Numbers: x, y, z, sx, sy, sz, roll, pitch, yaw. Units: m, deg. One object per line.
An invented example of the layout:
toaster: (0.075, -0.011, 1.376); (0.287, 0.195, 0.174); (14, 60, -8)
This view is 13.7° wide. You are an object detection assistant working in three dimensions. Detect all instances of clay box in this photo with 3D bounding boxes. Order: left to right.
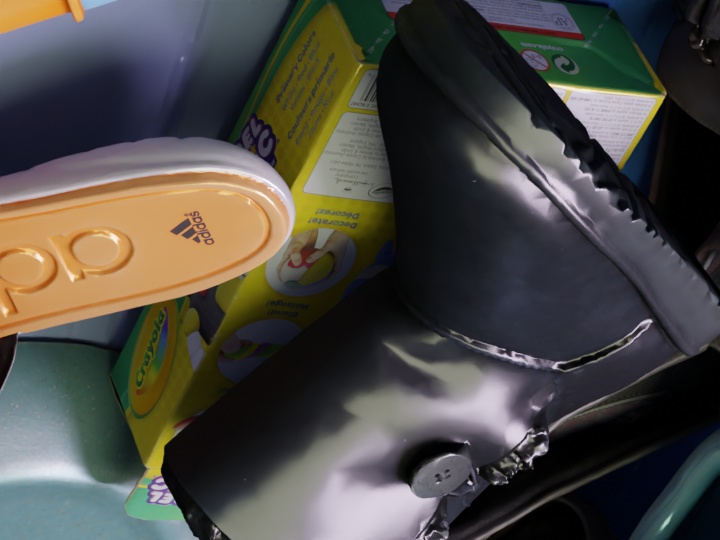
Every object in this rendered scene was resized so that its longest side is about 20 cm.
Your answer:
clay box: (0.000, 0.000, 0.955); (0.115, 0.048, 0.200); (4, 133, -32)

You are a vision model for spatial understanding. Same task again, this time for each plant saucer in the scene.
plant saucer: (-0.135, 0.104, 1.022); (0.199, 0.036, 0.200); (-14, 141, -12)

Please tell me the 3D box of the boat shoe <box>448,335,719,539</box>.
boat shoe: (0.101, 0.045, 1.059); (0.199, 0.057, 0.067); (-22, 143, -3)

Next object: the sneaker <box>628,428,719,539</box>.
sneaker: (0.107, 0.135, 1.070); (0.082, 0.074, 0.201); (2, 114, -50)

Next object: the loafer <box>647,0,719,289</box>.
loafer: (0.120, -0.050, 0.948); (0.063, 0.072, 0.200); (-14, 145, -5)

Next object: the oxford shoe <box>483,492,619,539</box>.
oxford shoe: (0.022, 0.160, 1.097); (0.200, 0.073, 0.084); (-54, 155, -13)

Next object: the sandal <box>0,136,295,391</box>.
sandal: (-0.119, 0.014, 0.874); (0.206, 0.059, 0.079); (-15, 138, 12)

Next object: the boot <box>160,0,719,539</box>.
boot: (0.009, 0.021, 0.881); (0.168, 0.077, 0.200); (-39, 148, 6)

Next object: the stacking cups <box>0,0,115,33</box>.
stacking cups: (-0.063, -0.095, 0.800); (0.199, 0.061, 0.061); (-20, 143, -5)
